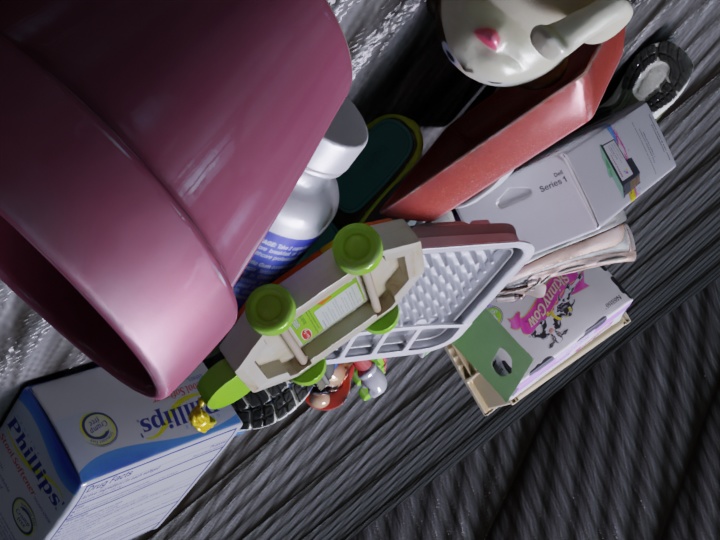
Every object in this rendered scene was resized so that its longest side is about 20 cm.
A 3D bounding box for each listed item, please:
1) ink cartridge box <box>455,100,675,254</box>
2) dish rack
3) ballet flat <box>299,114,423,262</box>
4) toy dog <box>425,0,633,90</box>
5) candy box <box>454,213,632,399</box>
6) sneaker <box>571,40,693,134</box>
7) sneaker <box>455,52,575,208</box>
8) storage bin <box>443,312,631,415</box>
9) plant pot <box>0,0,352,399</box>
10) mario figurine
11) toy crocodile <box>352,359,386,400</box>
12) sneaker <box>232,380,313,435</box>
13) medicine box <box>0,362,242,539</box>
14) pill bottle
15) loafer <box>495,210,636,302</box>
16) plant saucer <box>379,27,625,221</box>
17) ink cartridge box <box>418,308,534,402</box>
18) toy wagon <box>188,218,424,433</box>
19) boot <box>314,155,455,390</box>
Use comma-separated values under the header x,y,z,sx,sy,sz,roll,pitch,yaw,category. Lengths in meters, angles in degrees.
x,y,z,sx,sy,sz,roll,pitch,yaw,category
0.213,-0.089,1.076,0.144,0.084,0.200,-24,-175,43,ink cartridge box
0.037,0.015,0.891,0.170,0.044,0.200,-4,152,-25,dish rack
-0.023,-0.052,0.876,0.200,0.067,0.067,-43,178,11,ballet flat
0.121,-0.211,0.688,0.200,0.139,0.194,-53,-167,35,toy dog
0.178,0.015,1.187,0.167,0.200,0.072,-34,162,-13,candy box
0.307,-0.176,1.188,0.200,0.077,0.088,-47,168,32,sneaker
0.158,-0.136,0.990,0.115,0.074,0.200,-7,144,-52,sneaker
0.196,0.039,1.297,0.199,0.199,0.094,-31,178,-19,storage bin
-0.107,-0.070,0.495,0.179,0.200,0.200,-48,166,-20,plant pot
-0.044,0.106,1.127,0.106,0.123,0.200,-46,160,-15,mario figurine
0.006,0.111,1.307,0.062,0.068,0.200,-36,162,-8,toy crocodile
-0.131,0.133,1.085,0.199,0.079,0.089,-24,179,19,sneaker
-0.239,0.178,0.949,0.182,0.103,0.200,-15,151,-50,medicine box
-0.084,-0.041,0.701,0.200,0.112,0.112,-48,159,28,pill bottle
0.199,-0.001,1.110,0.199,0.063,0.072,-25,-175,4,loafer
0.126,-0.121,0.837,0.199,0.037,0.200,-34,-169,33,plant saucer
0.090,0.056,1.119,0.048,0.200,0.146,-34,162,-17,ink cartridge box
-0.042,0.039,0.727,0.199,0.040,0.155,-34,161,-6,toy wagon
0.002,0.002,0.983,0.200,0.072,0.182,-38,139,-15,boot
